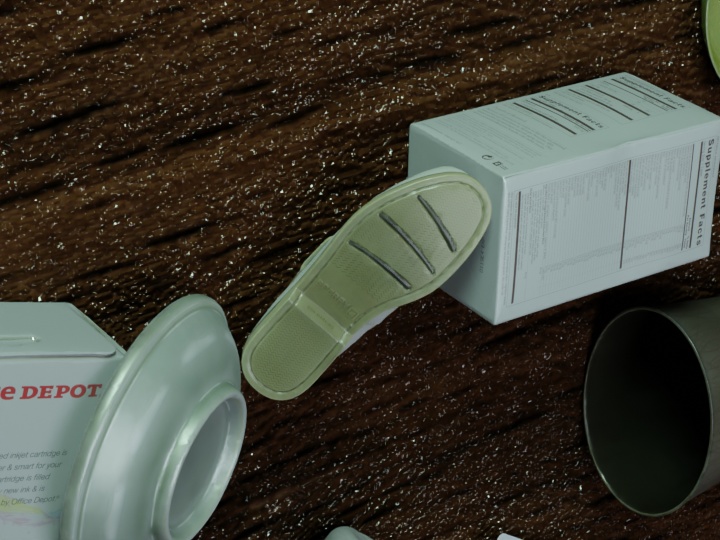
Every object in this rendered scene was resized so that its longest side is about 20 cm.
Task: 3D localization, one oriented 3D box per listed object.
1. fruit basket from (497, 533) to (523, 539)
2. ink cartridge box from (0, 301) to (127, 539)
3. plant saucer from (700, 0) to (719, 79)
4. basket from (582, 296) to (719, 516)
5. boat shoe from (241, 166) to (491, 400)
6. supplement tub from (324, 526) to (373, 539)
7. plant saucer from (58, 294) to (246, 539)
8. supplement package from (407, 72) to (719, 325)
[{"bbox_3d":[0.136,0.331,1.460,0.185,0.094,0.201,26,94,-43],"label":"fruit basket"},{"bbox_3d":[-0.239,0.122,1.058,0.144,0.085,0.201,1,114,-38],"label":"ink cartridge box"},{"bbox_3d":[0.327,-0.226,1.336,0.199,0.031,0.201,-19,125,-29],"label":"plant saucer"},{"bbox_3d":[0.300,0.088,1.426,0.199,0.136,0.181,-17,127,-34],"label":"basket"},{"bbox_3d":[0.000,0.000,1.161,0.200,0.068,0.075,-39,102,10],"label":"boat shoe"},{"bbox_3d":[-0.025,0.303,1.293,0.200,0.132,0.132,-52,134,-2],"label":"supplement tub"},{"bbox_3d":[-0.117,0.116,1.106,0.200,0.050,0.201,20,90,-74],"label":"plant saucer"},{"bbox_3d":[0.143,-0.055,1.235,0.199,0.109,0.114,-15,122,-30],"label":"supplement package"}]
